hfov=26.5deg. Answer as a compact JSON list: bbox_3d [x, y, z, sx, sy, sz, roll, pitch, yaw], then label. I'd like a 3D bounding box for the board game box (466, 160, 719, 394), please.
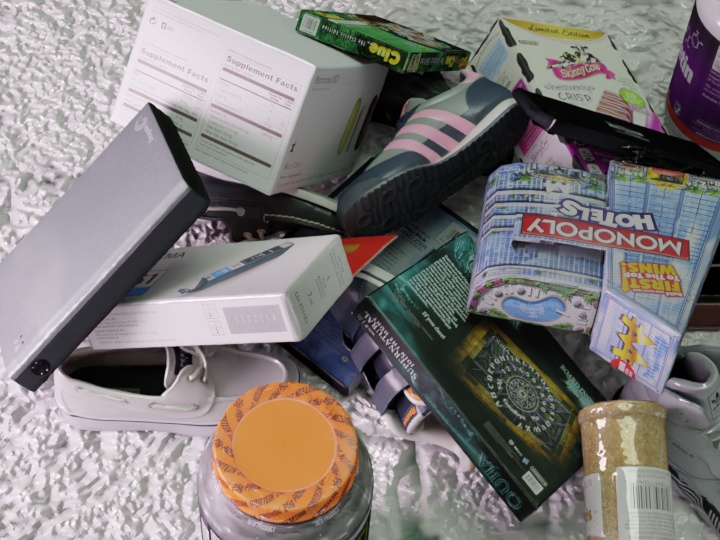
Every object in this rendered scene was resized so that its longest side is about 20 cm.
[{"bbox_3d":[0.186,-0.004,1.162,0.197,0.062,0.201,10,39,3],"label":"board game box"}]

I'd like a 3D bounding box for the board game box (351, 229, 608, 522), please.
[{"bbox_3d":[0.101,0.076,1.167,0.135,0.028,0.201,-31,79,-44],"label":"board game box"}]

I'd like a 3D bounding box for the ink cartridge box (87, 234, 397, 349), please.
[{"bbox_3d":[-0.095,-0.001,1.195,0.198,0.045,0.176,-4,26,30],"label":"ink cartridge box"}]

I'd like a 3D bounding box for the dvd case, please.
[{"bbox_3d":[0.000,0.000,1.303,0.142,0.018,0.200,36,61,21],"label":"dvd case"}]

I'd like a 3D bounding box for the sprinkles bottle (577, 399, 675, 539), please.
[{"bbox_3d":[0.196,0.199,1.106,0.067,0.068,0.203,0,73,-3],"label":"sprinkles bottle"}]

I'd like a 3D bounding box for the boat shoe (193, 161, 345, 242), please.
[{"bbox_3d":[-0.099,-0.053,1.303,0.198,0.076,0.061,16,88,20],"label":"boat shoe"}]

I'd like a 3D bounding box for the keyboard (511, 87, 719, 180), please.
[{"bbox_3d":[0.220,-0.096,1.272,0.198,0.040,0.104,13,22,-25],"label":"keyboard"}]

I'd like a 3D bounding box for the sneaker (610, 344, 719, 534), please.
[{"bbox_3d":[0.280,0.133,1.163,0.199,0.115,0.075,37,61,21],"label":"sneaker"}]

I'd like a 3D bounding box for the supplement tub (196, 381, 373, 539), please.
[{"bbox_3d":[-0.052,0.171,1.067,0.121,0.201,0.124,2,54,-2],"label":"supplement tub"}]

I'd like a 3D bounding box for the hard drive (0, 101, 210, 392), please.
[{"bbox_3d":[-0.203,-0.021,1.166,0.200,0.033,0.140,-45,36,10],"label":"hard drive"}]

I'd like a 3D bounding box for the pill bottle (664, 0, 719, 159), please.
[{"bbox_3d":[0.341,-0.198,1.350,0.111,0.201,0.113,2,54,-2],"label":"pill bottle"}]

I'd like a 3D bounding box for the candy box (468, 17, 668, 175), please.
[{"bbox_3d":[0.197,-0.128,1.350,0.135,0.061,0.201,1,50,-34],"label":"candy box"}]

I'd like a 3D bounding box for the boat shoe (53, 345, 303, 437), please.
[{"bbox_3d":[-0.143,0.084,1.206,0.197,0.066,0.073,2,54,-1],"label":"boat shoe"}]

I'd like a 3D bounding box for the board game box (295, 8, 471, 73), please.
[{"bbox_3d":[0.024,-0.203,1.354,0.104,0.024,0.200,26,15,15],"label":"board game box"}]

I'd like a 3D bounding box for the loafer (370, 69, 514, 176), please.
[{"bbox_3d":[0.059,-0.152,1.383,0.199,0.068,0.071,30,65,21],"label":"loafer"}]

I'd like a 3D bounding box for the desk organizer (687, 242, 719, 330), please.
[{"bbox_3d":[0.284,0.000,1.282,0.197,0.077,0.072,-1,54,-4],"label":"desk organizer"}]

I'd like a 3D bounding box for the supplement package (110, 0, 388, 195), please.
[{"bbox_3d":[-0.086,-0.152,1.288,0.154,0.112,0.200,25,16,14],"label":"supplement package"}]

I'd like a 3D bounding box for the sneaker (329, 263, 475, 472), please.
[{"bbox_3d":[0.037,0.074,1.202,0.199,0.079,0.079,38,58,9],"label":"sneaker"}]

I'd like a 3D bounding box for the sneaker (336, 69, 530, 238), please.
[{"bbox_3d":[0.046,-0.100,1.284,0.199,0.071,0.082,-32,57,-24],"label":"sneaker"}]
